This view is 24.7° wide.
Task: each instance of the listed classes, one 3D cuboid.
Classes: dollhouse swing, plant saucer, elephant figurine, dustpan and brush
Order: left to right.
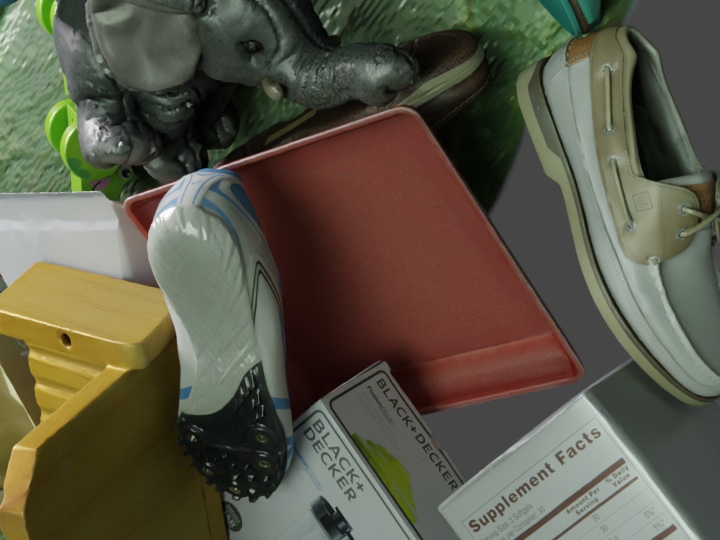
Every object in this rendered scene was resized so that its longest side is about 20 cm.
[{"bbox_3d":[-0.175,0.130,0.929,0.181,0.176,0.201,11,119,37],"label":"dollhouse swing"},{"bbox_3d":[-0.156,0.035,1.033,0.139,0.057,0.201,2,114,40],"label":"dustpan and brush"},{"bbox_3d":[-0.079,-0.140,0.896,0.200,0.155,0.142,-32,50,53],"label":"elephant figurine"},{"bbox_3d":[0.000,0.000,0.920,0.199,0.037,0.200,-15,125,33],"label":"plant saucer"}]

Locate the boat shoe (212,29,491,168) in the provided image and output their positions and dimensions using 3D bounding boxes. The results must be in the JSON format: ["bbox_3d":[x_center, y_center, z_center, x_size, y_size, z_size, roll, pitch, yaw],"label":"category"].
[{"bbox_3d":[0.001,-0.065,0.938,0.202,0.075,0.075,-25,115,35],"label":"boat shoe"}]

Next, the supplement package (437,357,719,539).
[{"bbox_3d":[0.160,0.157,0.856,0.117,0.117,0.200,-43,78,31],"label":"supplement package"}]

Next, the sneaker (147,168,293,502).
[{"bbox_3d":[-0.067,0.038,0.893,0.072,0.073,0.201,6,123,20],"label":"sneaker"}]

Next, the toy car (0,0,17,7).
[{"bbox_3d":[-0.232,-0.255,0.841,0.184,0.199,0.178,-37,58,46],"label":"toy car"}]

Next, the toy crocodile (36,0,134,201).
[{"bbox_3d":[-0.164,-0.120,1.026,0.067,0.061,0.201,-147,53,-65],"label":"toy crocodile"}]

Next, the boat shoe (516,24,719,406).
[{"bbox_3d":[0.151,-0.029,0.845,0.068,0.075,0.201,-30,84,38],"label":"boat shoe"}]

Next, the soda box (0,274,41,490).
[{"bbox_3d":[-0.254,0.042,1.108,0.064,0.068,0.201,-35,83,31],"label":"soda box"}]

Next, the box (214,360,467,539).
[{"bbox_3d":[-0.026,0.153,0.977,0.117,0.060,0.200,56,133,7],"label":"box"}]

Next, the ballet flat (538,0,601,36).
[{"bbox_3d":[0.074,-0.210,0.834,0.070,0.067,0.200,-45,108,-1],"label":"ballet flat"}]
